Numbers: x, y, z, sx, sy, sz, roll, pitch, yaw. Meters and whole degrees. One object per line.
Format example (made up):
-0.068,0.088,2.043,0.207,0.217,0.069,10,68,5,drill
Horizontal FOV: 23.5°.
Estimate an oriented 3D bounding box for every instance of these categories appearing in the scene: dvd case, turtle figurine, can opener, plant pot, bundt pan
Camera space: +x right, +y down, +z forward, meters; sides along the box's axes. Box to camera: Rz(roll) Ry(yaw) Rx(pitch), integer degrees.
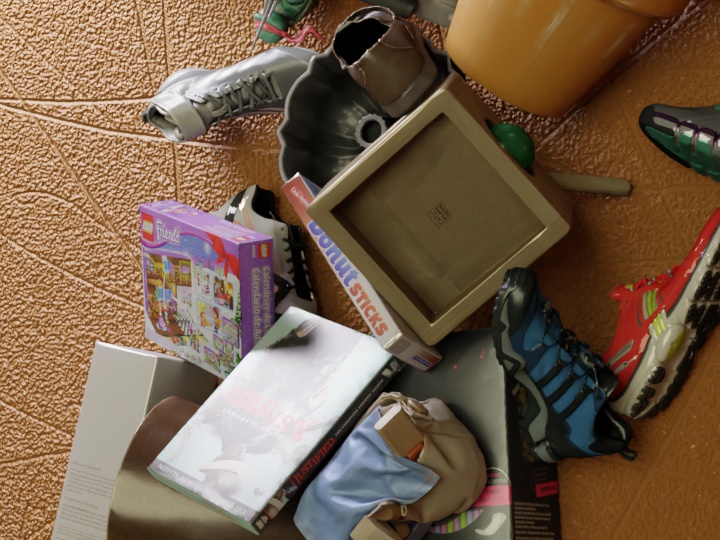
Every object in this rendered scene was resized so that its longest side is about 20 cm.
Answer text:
-0.072,0.123,1.477,0.146,0.022,0.200,20,62,45,dvd case
-0.075,-0.295,1.668,0.150,0.101,0.200,17,81,47,turtle figurine
0.042,-0.264,1.584,0.200,0.053,0.067,17,51,-6,can opener
0.171,-0.240,1.482,0.200,0.200,0.183,45,119,27,plant pot
0.026,-0.120,1.595,0.202,0.076,0.202,-5,79,28,bundt pan
-0.097,0.225,1.561,0.200,0.187,0.187,11,86,17,plant pot

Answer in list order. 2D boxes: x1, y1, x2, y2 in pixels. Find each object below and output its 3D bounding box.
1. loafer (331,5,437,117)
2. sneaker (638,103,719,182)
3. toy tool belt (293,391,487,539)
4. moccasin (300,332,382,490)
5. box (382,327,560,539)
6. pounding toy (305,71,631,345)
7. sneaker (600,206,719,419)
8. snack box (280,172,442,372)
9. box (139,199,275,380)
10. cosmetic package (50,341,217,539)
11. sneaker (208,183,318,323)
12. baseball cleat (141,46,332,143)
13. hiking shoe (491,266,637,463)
0.013,-0.196,1.484,0.073,0.071,0.200,-46,23,5,loafer
0.334,-0.113,1.435,0.200,0.074,0.088,24,80,21,sneaker
0.002,0.191,1.406,0.125,0.123,0.200,44,106,31,toy tool belt
-0.013,0.106,1.530,0.068,0.081,0.200,17,50,17,moccasin
0.095,0.156,1.491,0.122,0.106,0.200,-8,77,28,box
0.097,-0.061,1.463,0.200,0.142,0.184,-41,95,15,pounding toy
0.252,0.025,1.446,0.085,0.077,0.200,36,99,34,sneaker
0.000,0.000,1.485,0.024,0.072,0.200,-42,54,13,snack box
-0.145,0.019,1.619,0.200,0.039,0.137,21,116,54,box
-0.215,0.177,1.661,0.085,0.108,0.200,9,84,32,cosmetic package
-0.080,0.001,1.636,0.080,0.074,0.200,-42,65,14,sneaker
-0.122,-0.162,1.672,0.200,0.106,0.070,-8,121,35,baseball cleat
0.167,0.074,1.407,0.087,0.200,0.074,-2,41,25,hiking shoe
